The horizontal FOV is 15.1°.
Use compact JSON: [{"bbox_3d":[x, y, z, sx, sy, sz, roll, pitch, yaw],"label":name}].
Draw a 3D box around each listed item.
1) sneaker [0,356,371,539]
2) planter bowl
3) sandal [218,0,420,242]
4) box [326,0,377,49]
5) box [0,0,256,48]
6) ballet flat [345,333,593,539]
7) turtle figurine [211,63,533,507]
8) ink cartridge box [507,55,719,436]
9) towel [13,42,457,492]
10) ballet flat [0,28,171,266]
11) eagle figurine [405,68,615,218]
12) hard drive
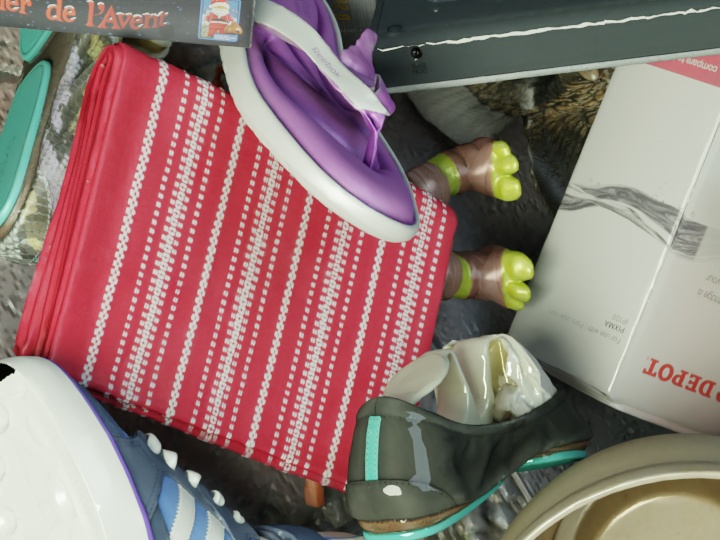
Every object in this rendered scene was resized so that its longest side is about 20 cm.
[{"bbox_3d":[-0.065,0.113,1.089,0.146,0.080,0.201,-22,83,-50],"label":"sneaker"},{"bbox_3d":[0.142,0.155,1.207,0.200,0.200,0.135,46,14,-13],"label":"planter bowl"},{"bbox_3d":[-0.018,-0.089,1.154,0.082,0.050,0.203,22,27,-34],"label":"sandal"},{"bbox_3d":[-0.011,-0.222,1.306,0.159,0.048,0.201,80,12,-54],"label":"box"},{"bbox_3d":[-0.140,-0.166,1.141,0.199,0.038,0.137,5,57,-4],"label":"box"},{"bbox_3d":[0.051,0.065,1.170,0.200,0.068,0.069,-15,97,-67],"label":"ballet flat"},{"bbox_3d":[0.000,0.000,1.236,0.161,0.064,0.201,-10,84,-32],"label":"turtle figurine"},{"bbox_3d":[0.173,-0.024,1.323,0.146,0.083,0.201,21,93,-44],"label":"ink cartridge box"},{"bbox_3d":[-0.047,0.005,1.143,0.199,0.022,0.145,25,71,-36],"label":"towel"},{"bbox_3d":[-0.118,-0.086,1.168,0.072,0.072,0.201,26,56,-32],"label":"ballet flat"},{"bbox_3d":[0.131,-0.095,1.407,0.152,0.151,0.200,-57,152,-6],"label":"eagle figurine"},{"bbox_3d":[0.110,-0.136,1.260,0.140,0.199,0.033,-78,158,-58],"label":"hard drive"}]
